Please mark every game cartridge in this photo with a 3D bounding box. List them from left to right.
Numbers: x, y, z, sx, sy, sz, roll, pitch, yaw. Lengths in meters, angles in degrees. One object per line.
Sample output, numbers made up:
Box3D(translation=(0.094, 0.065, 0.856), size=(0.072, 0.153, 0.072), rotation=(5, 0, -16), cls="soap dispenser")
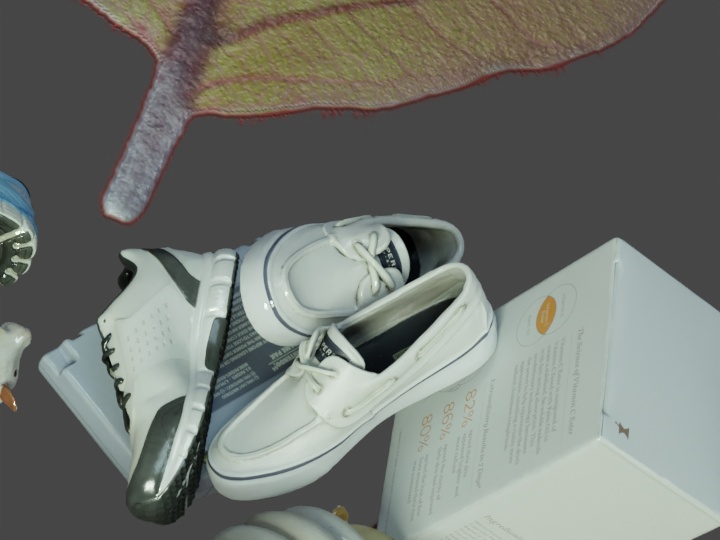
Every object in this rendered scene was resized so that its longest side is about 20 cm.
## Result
Box3D(translation=(-0.089, 0.066, 1.313), size=(0.200, 0.042, 0.133), rotation=(-29, 75, -38), cls="game cartridge")

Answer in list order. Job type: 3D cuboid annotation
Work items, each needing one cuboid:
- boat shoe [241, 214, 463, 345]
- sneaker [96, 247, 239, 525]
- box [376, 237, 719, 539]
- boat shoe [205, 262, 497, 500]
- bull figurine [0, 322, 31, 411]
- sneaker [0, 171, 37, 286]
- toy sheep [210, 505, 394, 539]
Box3D(translation=(0.000, 0.000, 1.310), size=(0.200, 0.065, 0.072), rotation=(-7, 80, -58), cls="boat shoe")
Box3D(translation=(-0.123, 0.066, 1.237), size=(0.079, 0.074, 0.201), rotation=(10, 45, -4), cls="sneaker")
Box3D(translation=(0.117, 0.103, 1.257), size=(0.106, 0.200, 0.153), rotation=(34, 46, -25), cls="box")
Box3D(translation=(-0.009, 0.063, 1.236), size=(0.199, 0.066, 0.072), rotation=(-28, 45, -6), cls="boat shoe")
Box3D(translation=(-0.281, 0.036, 1.193), size=(0.199, 0.122, 0.065), rotation=(-8, 28, -26), cls="bull figurine")
Box3D(translation=(-0.297, -0.054, 1.295), size=(0.199, 0.079, 0.090), rotation=(22, 30, -13), cls="sneaker")
Box3D(translation=(-0.047, 0.204, 1.163), size=(0.200, 0.138, 0.138), rotation=(-28, 70, -41), cls="toy sheep")
